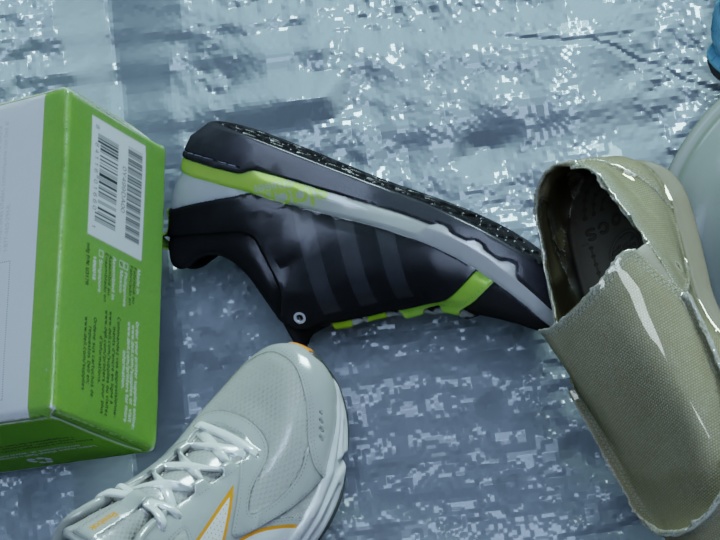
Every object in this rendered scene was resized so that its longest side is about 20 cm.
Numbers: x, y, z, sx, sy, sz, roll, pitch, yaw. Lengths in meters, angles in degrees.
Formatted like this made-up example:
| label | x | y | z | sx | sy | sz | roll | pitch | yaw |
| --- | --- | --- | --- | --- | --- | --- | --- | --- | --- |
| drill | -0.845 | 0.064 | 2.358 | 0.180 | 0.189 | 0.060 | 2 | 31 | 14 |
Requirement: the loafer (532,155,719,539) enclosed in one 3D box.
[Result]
| label | x | y | z | sx | sy | sz | roll | pitch | yaw |
| --- | --- | --- | --- | --- | --- | --- | --- | --- | --- |
| loafer | 0.112 | 0.032 | 0.888 | 0.068 | 0.076 | 0.200 | 18 | 41 | -34 |

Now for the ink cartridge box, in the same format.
| label | x | y | z | sx | sy | sz | roll | pitch | yaw |
| --- | --- | --- | --- | --- | --- | --- | --- | --- | --- |
| ink cartridge box | -0.192 | 0.015 | 0.973 | 0.200 | 0.076 | 0.148 | -11 | 68 | 28 |

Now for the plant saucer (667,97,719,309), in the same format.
| label | x | y | z | sx | sy | sz | roll | pitch | yaw |
| --- | --- | --- | --- | --- | --- | --- | --- | --- | --- |
| plant saucer | 0.223 | -0.002 | 0.924 | 0.200 | 0.050 | 0.201 | 0 | 91 | 7 |

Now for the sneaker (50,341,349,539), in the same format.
| label | x | y | z | sx | sy | sz | roll | pitch | yaw |
| --- | --- | --- | --- | --- | --- | --- | --- | --- | --- |
| sneaker | -0.078 | 0.108 | 0.908 | 0.076 | 0.092 | 0.200 | 18 | 69 | 36 |

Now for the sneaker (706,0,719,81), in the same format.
| label | x | y | z | sx | sy | sz | roll | pitch | yaw |
| --- | --- | --- | --- | --- | --- | --- | --- | --- | --- |
| sneaker | 0.258 | -0.119 | 0.963 | 0.199 | 0.096 | 0.079 | 3 | 28 | 5 |

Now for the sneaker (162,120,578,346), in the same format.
| label | x | y | z | sx | sy | sz | roll | pitch | yaw |
| --- | --- | --- | --- | --- | --- | --- | --- | --- | --- |
| sneaker | 0.000 | 0.000 | 0.977 | 0.200 | 0.072 | 0.083 | 22 | 97 | 12 |
